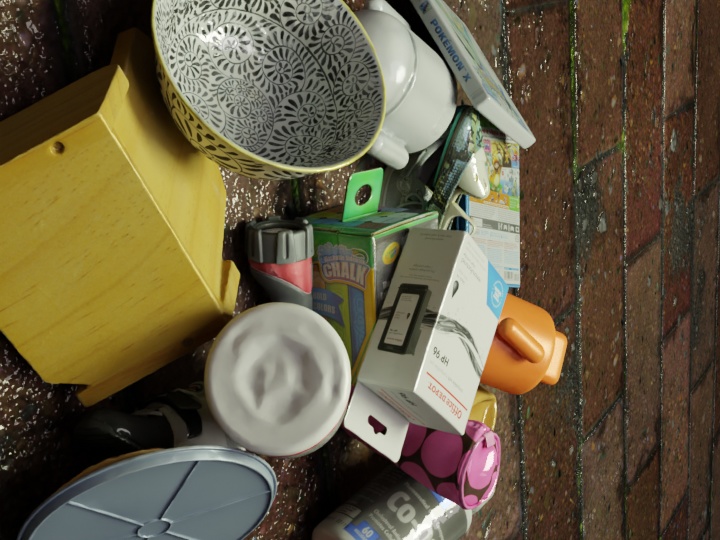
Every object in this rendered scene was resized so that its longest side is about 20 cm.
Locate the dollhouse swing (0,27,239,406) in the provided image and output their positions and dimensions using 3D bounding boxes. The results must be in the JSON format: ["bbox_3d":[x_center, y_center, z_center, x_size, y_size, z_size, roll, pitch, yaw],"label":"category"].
[{"bbox_3d":[-0.199,-0.052,0.704,0.180,0.177,0.202,-28,129,-2],"label":"dollhouse swing"}]

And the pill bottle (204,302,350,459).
[{"bbox_3d":[-0.063,0.097,0.756,0.200,0.109,0.113,97,8,-78],"label":"pill bottle"}]

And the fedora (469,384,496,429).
[{"bbox_3d":[0.118,0.194,1.171,0.199,0.081,0.205,-15,108,-55],"label":"fedora"}]

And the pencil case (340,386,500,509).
[{"bbox_3d":[0.061,0.168,0.981,0.090,0.198,0.095,14,99,-51],"label":"pencil case"}]

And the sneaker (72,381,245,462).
[{"bbox_3d":[-0.160,0.130,0.768,0.200,0.073,0.090,43,51,-57],"label":"sneaker"}]

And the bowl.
[{"bbox_3d":[-0.086,-0.146,0.730,0.198,0.094,0.204,16,58,-28],"label":"bowl"}]

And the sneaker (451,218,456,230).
[{"bbox_3d":[0.136,-0.098,1.161,0.084,0.076,0.204,21,77,-49],"label":"sneaker"}]

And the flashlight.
[{"bbox_3d":[-0.076,0.053,0.883,0.067,0.067,0.204,-17,115,-48],"label":"flashlight"}]

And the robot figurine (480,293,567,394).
[{"bbox_3d":[0.160,0.080,1.133,0.197,0.145,0.118,21,116,-21],"label":"robot figurine"}]

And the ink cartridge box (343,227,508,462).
[{"bbox_3d":[0.066,0.076,0.872,0.116,0.067,0.203,43,61,-48],"label":"ink cartridge box"}]

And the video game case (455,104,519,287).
[{"bbox_3d":[0.154,-0.084,1.099,0.142,0.018,0.204,5,84,-55],"label":"video game case"}]

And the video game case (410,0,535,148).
[{"bbox_3d":[0.125,-0.237,1.047,0.184,0.022,0.199,62,19,17],"label":"video game case"}]

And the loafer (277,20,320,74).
[{"bbox_3d":[-0.055,-0.215,0.819,0.202,0.069,0.075,62,27,-15],"label":"loafer"}]

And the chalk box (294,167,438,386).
[{"bbox_3d":[0.000,0.000,0.932,0.124,0.122,0.204,-19,110,-52],"label":"chalk box"}]

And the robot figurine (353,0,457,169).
[{"bbox_3d":[0.026,-0.192,0.944,0.199,0.111,0.173,20,63,-56],"label":"robot figurine"}]

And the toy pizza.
[{"bbox_3d":[-0.161,0.184,0.705,0.200,0.199,0.032,38,22,-51],"label":"toy pizza"}]

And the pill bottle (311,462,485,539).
[{"bbox_3d":[0.052,0.273,1.023,0.199,0.113,0.115,-34,124,-31],"label":"pill bottle"}]

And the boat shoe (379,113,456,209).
[{"bbox_3d":[0.077,-0.109,1.076,0.204,0.064,0.075,-62,140,-29],"label":"boat shoe"}]

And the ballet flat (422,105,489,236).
[{"bbox_3d":[0.104,-0.075,1.005,0.074,0.074,0.203,-6,122,-55],"label":"ballet flat"}]
